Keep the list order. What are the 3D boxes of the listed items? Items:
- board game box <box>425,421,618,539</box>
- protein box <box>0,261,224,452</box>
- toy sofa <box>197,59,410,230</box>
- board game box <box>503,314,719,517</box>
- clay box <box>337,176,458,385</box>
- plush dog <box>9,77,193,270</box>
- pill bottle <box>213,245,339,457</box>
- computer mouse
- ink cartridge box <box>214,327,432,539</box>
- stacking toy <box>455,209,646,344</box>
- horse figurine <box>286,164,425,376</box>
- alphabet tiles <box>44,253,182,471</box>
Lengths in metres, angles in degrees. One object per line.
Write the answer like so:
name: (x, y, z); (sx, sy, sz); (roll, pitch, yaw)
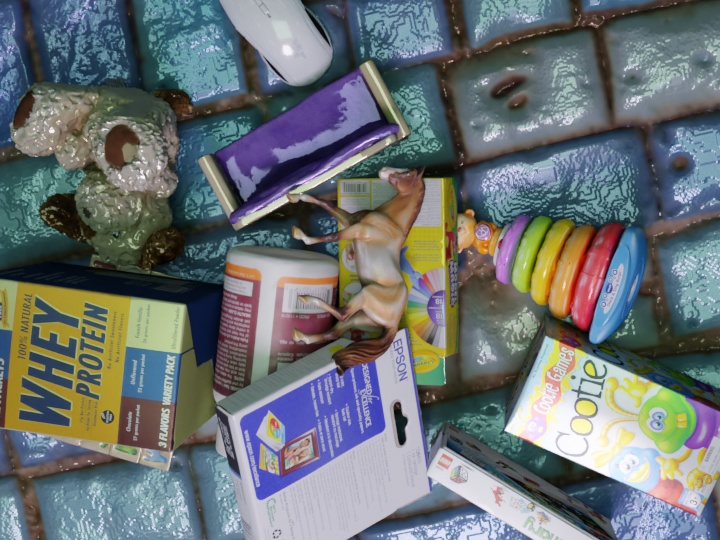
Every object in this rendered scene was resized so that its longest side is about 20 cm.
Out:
board game box: (0.157, 0.221, 1.199); (0.199, 0.126, 0.035); (31, 96, 3)
protein box: (-0.245, 0.075, 1.186); (0.197, 0.199, 0.137); (7, 95, 6)
toy sofa: (-0.055, -0.121, 1.210); (0.199, 0.098, 0.083); (-29, 91, 8)
board game box: (0.249, 0.136, 1.191); (0.198, 0.103, 0.106); (23, 102, 4)
clay box: (0.038, 0.009, 1.223); (0.114, 0.048, 0.203); (2, 96, 22)
plush dog: (-0.237, -0.090, 1.229); (0.199, 0.160, 0.174); (20, 113, 32)
pill bottle: (-0.086, 0.082, 1.219); (0.113, 0.114, 0.203); (8, 96, 5)
computer mouse: (-0.101, -0.274, 1.229); (0.109, 0.044, 0.201); (-40, 90, 6)
ink cartridge box: (-0.031, 0.172, 1.188); (0.199, 0.047, 0.200); (-25, 121, -29)
stacking toy: (0.172, -0.015, 1.204); (0.198, 0.110, 0.117); (21, 98, 19)
horse figurine: (0.000, 0.000, 1.154); (0.131, 0.050, 0.203); (0, 78, -17)
alphabet tiles: (-0.256, 0.092, 1.292); (0.165, 0.008, 0.202); (15, 96, 5)
